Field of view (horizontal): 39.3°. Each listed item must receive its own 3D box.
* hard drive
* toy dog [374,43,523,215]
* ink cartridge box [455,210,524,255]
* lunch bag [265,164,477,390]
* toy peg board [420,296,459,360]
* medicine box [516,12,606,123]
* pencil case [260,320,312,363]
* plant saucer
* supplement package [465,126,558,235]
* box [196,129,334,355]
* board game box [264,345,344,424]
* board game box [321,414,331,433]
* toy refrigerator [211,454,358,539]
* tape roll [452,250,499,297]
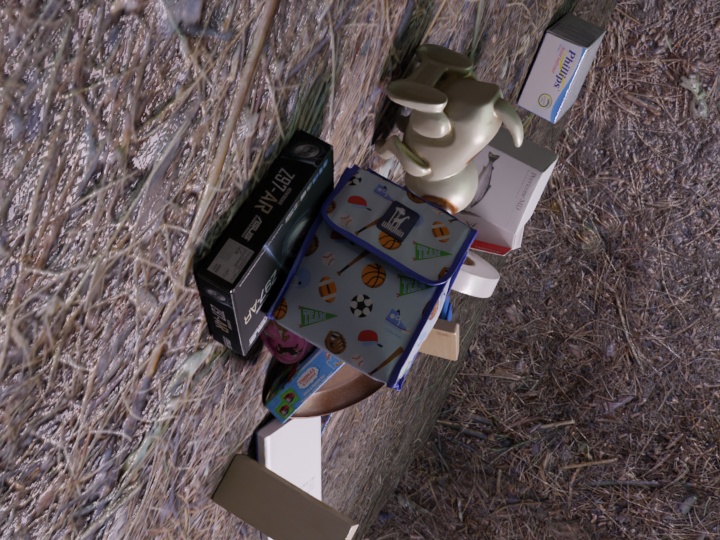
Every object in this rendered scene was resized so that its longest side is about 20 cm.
[{"bbox_3d":[-0.110,0.310,1.578,0.131,0.025,0.203,-30,130,-45],"label":"hard drive"},{"bbox_3d":[0.117,-0.170,1.337,0.202,0.191,0.140,96,13,-44],"label":"toy dog"},{"bbox_3d":[0.159,-0.073,1.650,0.176,0.197,0.045,-19,121,-73],"label":"ink cartridge box"},{"bbox_3d":[0.015,0.004,1.116,0.202,0.168,0.124,-60,172,-4],"label":"lunch bag"},{"bbox_3d":[0.069,0.055,1.614,0.200,0.196,0.099,71,33,-73],"label":"toy peg board"},{"bbox_3d":[0.450,-0.455,2.257,0.200,0.102,0.184,-43,157,-55],"label":"medicine box"},{"bbox_3d":[-0.054,0.033,1.291,0.200,0.085,0.084,-47,142,-47],"label":"pencil case"},{"bbox_3d":[-0.047,0.153,1.472,0.197,0.037,0.201,-15,150,-8],"label":"plant saucer"},{"bbox_3d":[0.198,-0.166,1.621,0.117,0.198,0.118,-38,153,-61],"label":"supplement package"},{"bbox_3d":[-0.096,-0.027,1.084,0.201,0.043,0.161,-57,166,-25],"label":"box"},{"bbox_3d":[-0.033,0.095,1.257,0.200,0.037,0.151,-44,-177,2],"label":"board game box"},{"bbox_3d":[-0.091,0.293,1.731,0.202,0.034,0.136,-62,178,-2],"label":"board game box"},{"bbox_3d":[-0.107,0.350,1.458,0.077,0.198,0.070,-61,167,-6],"label":"toy refrigerator"},{"bbox_3d":[0.137,-0.018,1.682,0.037,0.201,0.202,-64,167,15],"label":"tape roll"}]
